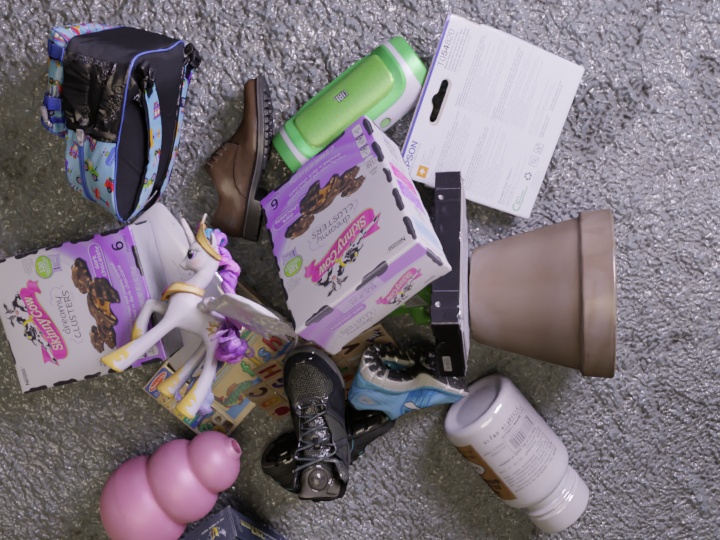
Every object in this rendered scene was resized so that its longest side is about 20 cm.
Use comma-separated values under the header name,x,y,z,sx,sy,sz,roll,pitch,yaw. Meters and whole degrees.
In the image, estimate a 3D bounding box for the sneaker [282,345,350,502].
name,x,y,z,sx,sy,sz,roll,pitch,yaw
sneaker,-0.050,0.195,0.939,0.074,0.115,0.203,-7,114,0

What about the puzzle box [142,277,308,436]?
name,x,y,z,sx,sy,sz,roll,pitch,yaw
puzzle box,-0.179,0.124,1.048,0.133,0.025,0.201,40,99,-10

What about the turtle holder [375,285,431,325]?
name,x,y,z,sx,sy,sz,roll,pitch,yaw
turtle holder,0.010,0.001,0.982,0.139,0.184,0.135,13,69,-39

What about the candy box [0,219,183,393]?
name,x,y,z,sx,sy,sz,roll,pitch,yaw
candy box,-0.343,0.046,0.982,0.196,0.072,0.171,-14,97,7

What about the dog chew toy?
name,x,y,z,sx,sy,sz,roll,pitch,yaw
dog chew toy,-0.242,0.282,1.028,0.198,0.125,0.126,-32,102,8

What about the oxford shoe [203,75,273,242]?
name,x,y,z,sx,sy,sz,roll,pitch,yaw
oxford shoe,-0.152,-0.140,0.965,0.083,0.073,0.204,10,102,-2

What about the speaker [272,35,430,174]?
name,x,y,z,sx,sy,sz,roll,pitch,yaw
speaker,-0.010,-0.191,0.952,0.199,0.089,0.089,-38,102,6

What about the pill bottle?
name,x,y,z,sx,sy,sz,roll,pitch,yaw
pill bottle,0.211,0.247,1.046,0.114,0.114,0.201,-40,101,7

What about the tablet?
name,x,y,z,sx,sy,sz,roll,pitch,yaw
tablet,-0.243,0.029,1.013,0.130,0.014,0.201,-39,92,8

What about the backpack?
name,x,y,z,sx,sy,sz,roll,pitch,yaw
backpack,-0.280,-0.169,0.906,0.132,0.183,0.204,15,114,3

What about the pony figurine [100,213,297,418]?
name,x,y,z,sx,sy,sz,roll,pitch,yaw
pony figurine,-0.170,0.061,0.904,0.191,0.167,0.202,32,84,-2

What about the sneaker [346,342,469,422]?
name,x,y,z,sx,sy,sz,roll,pitch,yaw
sneaker,0.058,0.149,1.014,0.198,0.079,0.090,13,124,-41

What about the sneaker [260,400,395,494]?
name,x,y,z,sx,sy,sz,roll,pitch,yaw
sneaker,-0.036,0.239,1.066,0.197,0.076,0.080,-25,116,10

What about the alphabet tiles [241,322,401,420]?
name,x,y,z,sx,sy,sz,roll,pitch,yaw
alphabet tiles,-0.045,0.133,1.006,0.197,0.006,0.167,-26,144,7

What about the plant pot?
name,x,y,z,sx,sy,sz,roll,pitch,yaw
plant pot,0.225,0.028,0.972,0.170,0.200,0.205,0,104,14

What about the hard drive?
name,x,y,z,sx,sy,sz,roll,pitch,yaw
hard drive,0.108,0.005,0.925,0.037,0.203,0.141,-2,148,10

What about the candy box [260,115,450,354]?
name,x,y,z,sx,sy,sz,roll,pitch,yaw
candy box,-0.013,-0.041,0.865,0.167,0.202,0.071,-36,138,19

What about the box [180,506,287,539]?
name,x,y,z,sx,sy,sz,roll,pitch,yaw
box,-0.207,0.417,1.064,0.198,0.051,0.158,-35,137,5

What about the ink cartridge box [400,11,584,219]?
name,x,y,z,sx,sy,sz,roll,pitch,yaw
ink cartridge box,0.153,-0.186,0.962,0.196,0.041,0.203,16,102,-20
